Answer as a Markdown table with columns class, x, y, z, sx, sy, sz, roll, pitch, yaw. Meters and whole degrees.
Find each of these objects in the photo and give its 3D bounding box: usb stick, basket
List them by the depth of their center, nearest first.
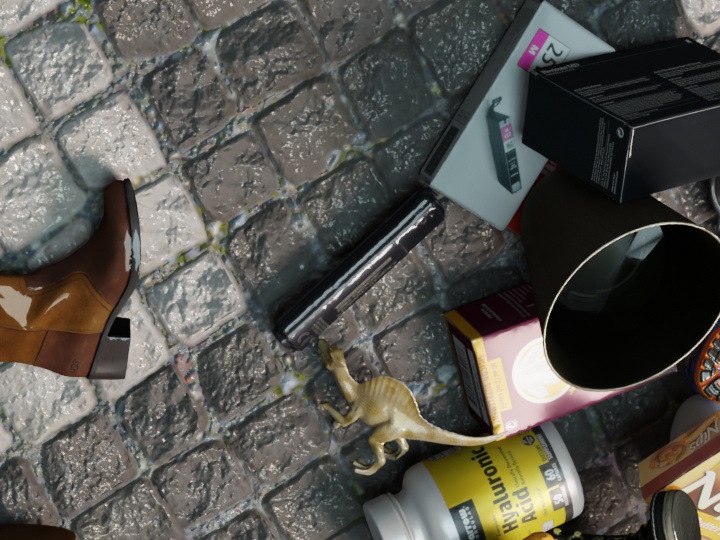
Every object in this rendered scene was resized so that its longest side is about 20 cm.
| class | x | y | z | sx | sy | sz | roll | pitch | yaw |
| --- | --- | --- | --- | --- | --- | --- | --- | --- | --- |
| basket | 0.218 | -0.008 | 1.562 | 0.180 | 0.200 | 0.136 | -38 | 114 | 7 |
| usb stick | 0.000 | 0.000 | 1.626 | 0.200 | 0.055 | 0.033 | -43 | 70 | 0 |

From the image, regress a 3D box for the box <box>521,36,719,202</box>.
| class | x | y | z | sx | sy | sz | roll | pitch | yaw |
| --- | --- | --- | --- | --- | --- | --- | --- | --- | --- |
| box | 0.267 | -0.140 | 1.578 | 0.198 | 0.141 | 0.080 | -15 | 126 | -31 |

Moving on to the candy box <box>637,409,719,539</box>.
| class | x | y | z | sx | sy | sz | roll | pitch | yaw |
| --- | --- | --- | --- | --- | --- | --- | --- | --- | --- |
| candy box | 0.375 | 0.229 | 1.686 | 0.115 | 0.056 | 0.200 | -38 | 117 | 25 |

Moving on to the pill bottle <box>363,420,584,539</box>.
| class | x | y | z | sx | sy | sz | roll | pitch | yaw |
| --- | --- | --- | --- | --- | --- | --- | --- | --- | --- |
| pill bottle | 0.108 | 0.225 | 1.697 | 0.198 | 0.111 | 0.112 | -23 | 113 | -8 |

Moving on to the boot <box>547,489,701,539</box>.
| class | x | y | z | sx | sy | sz | roll | pitch | yaw |
| --- | --- | --- | --- | --- | --- | --- | --- | --- | --- |
| boot | 0.246 | 0.269 | 1.659 | 0.152 | 0.074 | 0.204 | 3 | 147 | 19 |

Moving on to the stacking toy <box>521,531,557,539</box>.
| class | x | y | z | sx | sy | sz | roll | pitch | yaw |
| --- | --- | --- | --- | --- | --- | --- | --- | --- | --- |
| stacking toy | 0.146 | 0.297 | 1.629 | 0.115 | 0.110 | 0.201 | -21 | 153 | -26 |

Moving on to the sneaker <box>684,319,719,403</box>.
| class | x | y | z | sx | sy | sz | roll | pitch | yaw |
| --- | --- | --- | --- | --- | --- | --- | --- | --- | --- |
| sneaker | 0.380 | 0.040 | 1.746 | 0.075 | 0.078 | 0.201 | 37 | 77 | -11 |

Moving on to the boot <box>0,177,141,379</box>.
| class | x | y | z | sx | sy | sz | roll | pitch | yaw |
| --- | --- | --- | --- | --- | --- | --- | --- | --- | --- |
| boot | -0.296 | 0.001 | 1.540 | 0.198 | 0.069 | 0.190 | 7 | 113 | -11 |

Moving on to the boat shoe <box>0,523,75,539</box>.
| class | x | y | z | sx | sy | sz | roll | pitch | yaw |
| --- | --- | --- | --- | --- | --- | --- | --- | --- | --- |
| boat shoe | -0.359 | 0.273 | 1.591 | 0.197 | 0.070 | 0.071 | -2 | 101 | -8 |

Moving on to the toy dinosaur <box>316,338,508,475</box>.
| class | x | y | z | sx | sy | sz | roll | pitch | yaw |
| --- | --- | --- | --- | --- | --- | --- | --- | --- | --- |
| toy dinosaur | 0.030 | 0.145 | 1.646 | 0.199 | 0.058 | 0.102 | 30 | 126 | 3 |

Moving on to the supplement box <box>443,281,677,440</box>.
| class | x | y | z | sx | sy | sz | roll | pitch | yaw |
| --- | --- | --- | --- | --- | --- | --- | --- | --- | --- |
| supplement box | 0.194 | 0.070 | 1.687 | 0.198 | 0.086 | 0.111 | -20 | 112 | -11 |

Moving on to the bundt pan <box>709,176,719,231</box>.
| class | x | y | z | sx | sy | sz | roll | pitch | yaw |
| --- | --- | --- | --- | --- | --- | --- | --- | --- | --- |
| bundt pan | 0.443 | -0.087 | 1.689 | 0.200 | 0.076 | 0.205 | 0 | 89 | -19 |

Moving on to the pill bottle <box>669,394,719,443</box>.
| class | x | y | z | sx | sy | sz | roll | pitch | yaw |
| --- | --- | --- | --- | --- | --- | --- | --- | --- | --- |
| pill bottle | 0.424 | 0.180 | 1.779 | 0.198 | 0.112 | 0.114 | -1 | 108 | -17 |

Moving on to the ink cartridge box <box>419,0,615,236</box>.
| class | x | y | z | sx | sy | sz | roll | pitch | yaw |
| --- | --- | --- | --- | --- | --- | --- | --- | --- | --- |
| ink cartridge box | 0.177 | -0.127 | 1.642 | 0.173 | 0.044 | 0.201 | 30 | 97 | -22 |
